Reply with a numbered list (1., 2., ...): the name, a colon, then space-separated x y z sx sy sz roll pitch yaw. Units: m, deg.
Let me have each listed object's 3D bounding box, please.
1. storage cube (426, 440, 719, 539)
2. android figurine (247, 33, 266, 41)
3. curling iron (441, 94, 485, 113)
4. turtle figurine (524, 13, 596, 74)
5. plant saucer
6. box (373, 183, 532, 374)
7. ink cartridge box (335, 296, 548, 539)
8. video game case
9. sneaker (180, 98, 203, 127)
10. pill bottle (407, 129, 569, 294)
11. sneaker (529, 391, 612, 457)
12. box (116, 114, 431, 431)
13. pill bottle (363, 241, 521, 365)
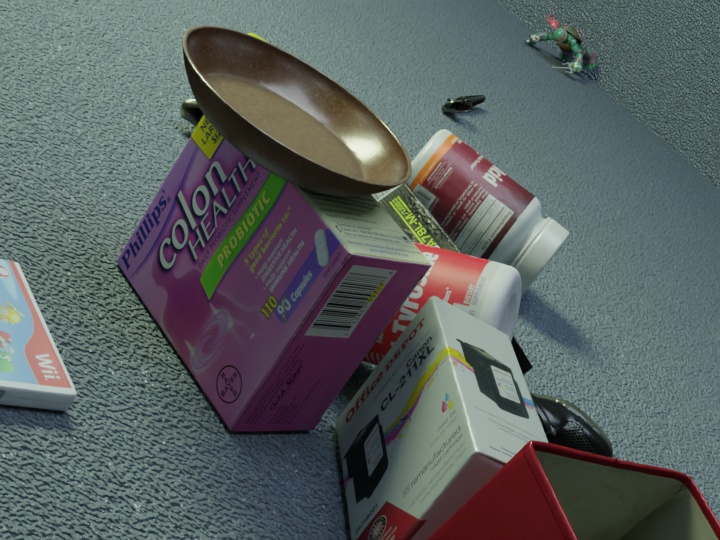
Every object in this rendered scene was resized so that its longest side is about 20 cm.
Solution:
1. storage cube: 0.135 0.237 0.786 0.170 0.180 0.200 17 36 -39
2. android figurine: -0.113 -0.240 1.597 0.199 0.041 0.182 24 25 -31
3. curling iron: 0.180 -0.278 2.113 0.049 0.026 0.200 2 10 18
4. turtle figurine: 0.482 -0.527 2.985 0.150 0.101 0.200 47 19 26
5. plant saucer: -0.053 -0.114 0.961 0.200 0.037 0.201 29 23 -13
6. box: 0.083 0.001 1.287 0.200 0.047 0.193 55 -2 38
7. ink cartridge box: 0.058 0.137 0.944 0.083 0.146 0.200 27 23 -21
8. video game case: -0.293 0.027 0.821 0.199 0.017 0.143 14 30 -44
9. sneaker: -0.124 -0.122 1.322 0.088 0.077 0.200 -7 41 -42
10. pill bottle: 0.145 -0.068 1.528 0.200 0.114 0.114 38 22 5
11. sneaker: 0.135 0.146 1.140 0.199 0.076 0.114 31 24 -3
12. box: -0.074 -0.006 0.996 0.096 0.176 0.200 8 35 -48
13. pill bottle: 0.031 0.029 1.100 0.199 0.113 0.112 14 17 16
